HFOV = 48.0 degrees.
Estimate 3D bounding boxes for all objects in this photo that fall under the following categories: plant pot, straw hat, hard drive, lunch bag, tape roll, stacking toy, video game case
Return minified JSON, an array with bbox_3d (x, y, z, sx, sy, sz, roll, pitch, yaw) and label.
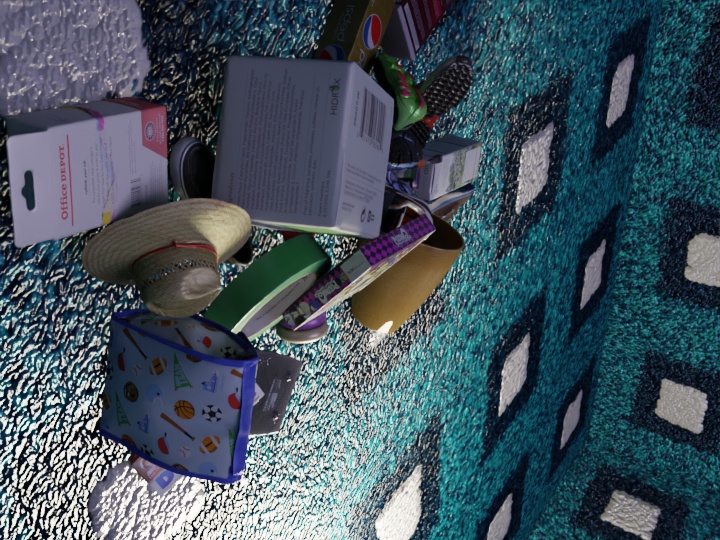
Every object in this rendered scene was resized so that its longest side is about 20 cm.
[{"bbox_3d":[0.060,0.001,1.431,0.186,0.185,0.202,-16,135,-55],"label":"plant pot"},{"bbox_3d":[-0.210,0.007,0.929,0.198,0.086,0.202,-18,156,-8],"label":"straw hat"},{"bbox_3d":[-0.173,0.184,1.244,0.199,0.042,0.137,21,87,-60],"label":"hard drive"},{"bbox_3d":[-0.211,0.151,1.002,0.123,0.198,0.173,-16,119,-55],"label":"lunch bag"},{"bbox_3d":[-0.129,0.033,1.123,0.200,0.048,0.201,-40,170,-8],"label":"tape roll"},{"bbox_3d":[-0.096,0.006,1.253,0.085,0.084,0.203,-29,123,-50],"label":"stacking toy"},{"bbox_3d":[0.000,0.000,1.187,0.181,0.036,0.199,-40,174,35],"label":"video game case"}]

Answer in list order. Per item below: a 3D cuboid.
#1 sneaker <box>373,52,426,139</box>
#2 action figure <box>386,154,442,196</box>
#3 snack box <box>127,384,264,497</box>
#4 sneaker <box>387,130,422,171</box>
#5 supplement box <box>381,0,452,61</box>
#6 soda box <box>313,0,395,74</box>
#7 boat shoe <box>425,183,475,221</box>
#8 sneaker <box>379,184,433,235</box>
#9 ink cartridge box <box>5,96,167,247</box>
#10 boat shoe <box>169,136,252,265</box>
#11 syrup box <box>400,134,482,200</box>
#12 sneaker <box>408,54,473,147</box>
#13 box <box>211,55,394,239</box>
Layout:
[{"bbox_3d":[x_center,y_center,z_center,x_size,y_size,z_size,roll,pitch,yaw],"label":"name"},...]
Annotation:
[{"bbox_3d":[0.039,-0.257,1.190,0.076,0.201,0.084,36,112,-22],"label":"sneaker"},{"bbox_3d":[0.054,-0.162,1.372,0.193,0.104,0.202,-39,108,-34],"label":"action figure"},{"bbox_3d":[-0.227,0.216,1.130,0.200,0.024,0.072,-44,123,-19],"label":"snack box"},{"bbox_3d":[-0.001,-0.178,1.233,0.079,0.197,0.076,124,-38,-68],"label":"sneaker"},{"bbox_3d":[0.096,-0.455,1.321,0.201,0.060,0.109,-57,149,-22],"label":"supplement box"},{"bbox_3d":[-0.019,-0.325,1.196,0.068,0.063,0.202,26,84,-61],"label":"soda box"},{"bbox_3d":[0.153,-0.129,1.605,0.199,0.072,0.073,-23,131,-41],"label":"boat shoe"},{"bbox_3d":[0.025,-0.100,1.273,0.080,0.197,0.079,-103,-151,-60],"label":"sneaker"},{"bbox_3d":[-0.296,-0.108,0.846,0.199,0.067,0.118,-28,129,-53],"label":"ink cartridge box"},{"bbox_3d":[-0.187,-0.086,1.053,0.069,0.056,0.201,-51,145,-31],"label":"boat shoe"},{"bbox_3d":[0.151,-0.199,1.538,0.199,0.081,0.080,-27,128,-51],"label":"syrup box"},{"bbox_3d":[0.097,-0.273,1.255,0.069,0.094,0.200,6,142,-29],"label":"sneaker"},{"bbox_3d":[-0.068,-0.151,1.039,0.199,0.169,0.203,5,93,-74],"label":"box"}]
